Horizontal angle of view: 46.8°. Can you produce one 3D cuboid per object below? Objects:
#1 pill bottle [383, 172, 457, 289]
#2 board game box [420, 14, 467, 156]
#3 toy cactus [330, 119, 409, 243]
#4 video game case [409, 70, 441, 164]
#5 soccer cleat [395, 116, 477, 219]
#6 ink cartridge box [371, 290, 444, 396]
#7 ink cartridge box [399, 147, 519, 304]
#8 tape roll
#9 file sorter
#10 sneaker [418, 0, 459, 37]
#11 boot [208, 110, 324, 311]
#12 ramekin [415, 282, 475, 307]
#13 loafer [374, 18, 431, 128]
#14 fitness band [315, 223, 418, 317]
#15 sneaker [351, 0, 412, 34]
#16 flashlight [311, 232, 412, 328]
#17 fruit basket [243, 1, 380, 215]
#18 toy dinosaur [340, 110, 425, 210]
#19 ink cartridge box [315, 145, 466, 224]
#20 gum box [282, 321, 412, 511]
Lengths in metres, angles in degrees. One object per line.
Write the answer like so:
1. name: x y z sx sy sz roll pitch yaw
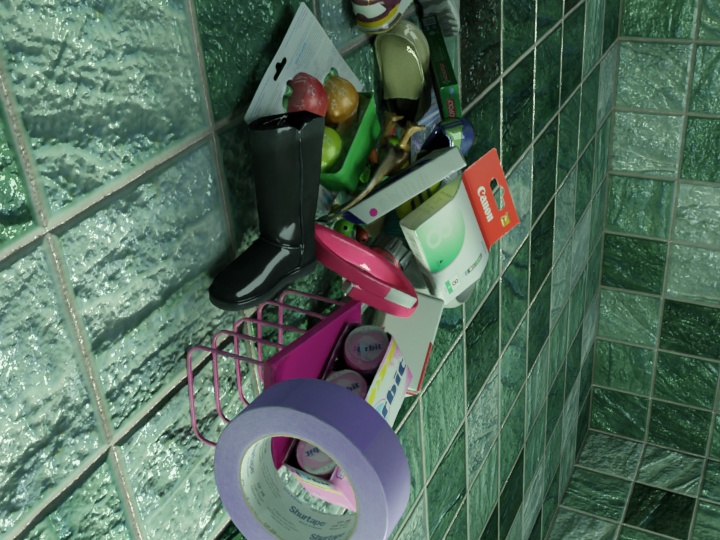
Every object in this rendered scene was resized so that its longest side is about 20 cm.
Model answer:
1. pill bottle: 0.098 -0.079 1.364 0.111 0.111 0.200 44 62 -61
2. board game box: 0.131 -0.289 1.302 0.135 0.029 0.200 74 7 -45
3. toy cactus: 0.022 -0.111 1.238 0.165 0.102 0.200 79 23 -56
4. video game case: 0.111 -0.261 1.433 0.143 0.019 0.200 -41 136 -53
5. soccer cleat: 0.095 -0.151 1.243 0.084 0.065 0.200 -10 147 -41
6. ink cartridge box: 0.056 0.118 1.299 0.200 0.083 0.146 120 -13 -77
7. ink cartridge box: 0.168 -0.067 1.279 0.200 0.050 0.161 -37 129 -13
8. tape roll: -0.052 0.216 0.865 0.066 0.200 0.201 -38 133 -59
9. file sorter: -0.101 0.121 1.013 0.200 0.125 0.139 -33 130 -55
10. sneaker: 0.117 -0.469 1.326 0.200 0.075 0.082 68 25 -58
11. boot: -0.108 -0.071 0.945 0.165 0.066 0.200 -34 140 -46
12. ramekin: 0.146 -0.026 1.495 0.200 0.105 0.201 -34 129 -56
13. loafer: 0.067 -0.293 1.261 0.200 0.076 0.068 65 36 -52
14. fitness band: 0.000 0.000 1.118 0.200 0.144 0.037 26 105 -37
15. sneaker: 0.047 -0.426 1.170 0.090 0.075 0.200 73 35 -53
16. flashlight: -0.003 0.035 1.230 0.200 0.068 0.068 -51 144 -21
17. fruit basket: -0.061 -0.198 1.048 0.200 0.094 0.186 43 59 -43
18. toy dinosaur: 0.040 -0.145 1.086 0.200 0.060 0.106 -52 160 -65
19. ink cartridge box: 0.037 -0.102 1.098 0.200 0.095 0.037 -29 100 -9
20. gum box: -0.008 0.171 1.003 0.200 0.066 0.114 -64 153 -25
